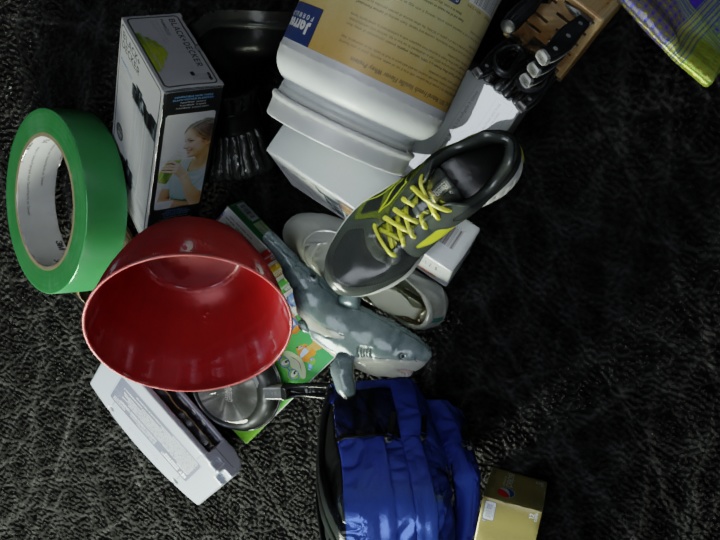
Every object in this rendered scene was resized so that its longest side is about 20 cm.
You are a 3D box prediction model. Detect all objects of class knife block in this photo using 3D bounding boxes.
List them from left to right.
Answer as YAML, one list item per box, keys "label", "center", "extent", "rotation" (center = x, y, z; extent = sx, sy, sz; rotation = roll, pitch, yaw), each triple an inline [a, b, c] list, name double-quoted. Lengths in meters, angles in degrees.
- label: "knife block"
  center: [0.175, -0.221, 0.697]
  extent: [0.064, 0.176, 0.200]
  rotation: [39, 100, 3]

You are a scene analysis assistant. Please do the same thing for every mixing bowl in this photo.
- label: "mixing bowl"
  center: [-0.171, 0.019, 0.856]
  extent: [0.200, 0.109, 0.200]
  rotation: [-5, 136, -4]

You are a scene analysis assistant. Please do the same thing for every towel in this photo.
- label: "towel"
  center: [0.249, -0.254, 0.705]
  extent: [0.200, 0.144, 0.023]
  rotation: [50, 144, -1]

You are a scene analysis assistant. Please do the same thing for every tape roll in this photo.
- label: "tape roll"
  center: [-0.325, -0.075, 0.930]
  extent: [0.200, 0.048, 0.201]
  rotation: [5, 98, 46]

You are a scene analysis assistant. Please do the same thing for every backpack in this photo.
- label: "backpack"
  center: [0.036, 0.219, 0.844]
  extent: [0.167, 0.200, 0.163]
  rotation: [-5, 121, 1]

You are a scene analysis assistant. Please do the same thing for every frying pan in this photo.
- label: "frying pan"
  center: [-0.109, 0.143, 0.937]
  extent: [0.190, 0.031, 0.115]
  rotation: [25, 112, 13]

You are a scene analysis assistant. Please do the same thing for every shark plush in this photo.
- label: "shark plush"
  center: [-0.016, 0.031, 0.859]
  extent: [0.200, 0.091, 0.083]
  rotation: [53, 134, 9]

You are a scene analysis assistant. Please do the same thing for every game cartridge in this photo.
- label: "game cartridge"
  center: [-0.231, 0.179, 0.993]
  extent: [0.200, 0.041, 0.133]
  rotation: [48, 137, 2]

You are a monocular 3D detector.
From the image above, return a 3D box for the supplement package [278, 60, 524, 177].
- label: "supplement package"
  center: [0.045, -0.164, 0.800]
  extent: [0.200, 0.117, 0.117]
  rotation: [36, 111, 5]

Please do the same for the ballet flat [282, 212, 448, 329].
- label: "ballet flat"
  center: [0.000, 0.000, 0.886]
  extent: [0.200, 0.069, 0.070]
  rotation: [30, 111, 8]

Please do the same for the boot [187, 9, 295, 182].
- label: "boot"
  center: [-0.116, -0.168, 0.838]
  extent: [0.211, 0.079, 0.158]
  rotation: [6, 107, 58]

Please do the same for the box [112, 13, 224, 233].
- label: "box"
  center: [-0.199, -0.139, 0.849]
  extent: [0.117, 0.060, 0.200]
  rotation: [58, 145, 29]

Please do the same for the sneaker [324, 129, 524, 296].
- label: "sneaker"
  center: [0.047, -0.055, 0.695]
  extent: [0.200, 0.085, 0.075]
  rotation: [-40, 83, 1]

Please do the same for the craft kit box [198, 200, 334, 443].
- label: "craft kit box"
  center: [-0.131, 0.060, 0.957]
  extent: [0.200, 0.049, 0.198]
  rotation: [45, 115, 2]

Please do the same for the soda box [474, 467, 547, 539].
- label: "soda box"
  center: [0.151, 0.323, 0.922]
  extent: [0.064, 0.068, 0.201]
  rotation: [13, 107, 14]

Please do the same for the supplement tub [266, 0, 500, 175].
- label: "supplement tub"
  center: [0.021, -0.189, 0.662]
  extent: [0.144, 0.144, 0.200]
  rotation: [27, 101, 9]

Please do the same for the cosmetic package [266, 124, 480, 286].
- label: "cosmetic package"
  center: [0.015, -0.064, 0.817]
  extent: [0.200, 0.151, 0.052]
  rotation: [34, 89, 7]

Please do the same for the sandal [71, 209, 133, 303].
- label: "sandal"
  center: [-0.302, 0.019, 0.992]
  extent: [0.080, 0.054, 0.201]
  rotation: [4, 105, 17]
